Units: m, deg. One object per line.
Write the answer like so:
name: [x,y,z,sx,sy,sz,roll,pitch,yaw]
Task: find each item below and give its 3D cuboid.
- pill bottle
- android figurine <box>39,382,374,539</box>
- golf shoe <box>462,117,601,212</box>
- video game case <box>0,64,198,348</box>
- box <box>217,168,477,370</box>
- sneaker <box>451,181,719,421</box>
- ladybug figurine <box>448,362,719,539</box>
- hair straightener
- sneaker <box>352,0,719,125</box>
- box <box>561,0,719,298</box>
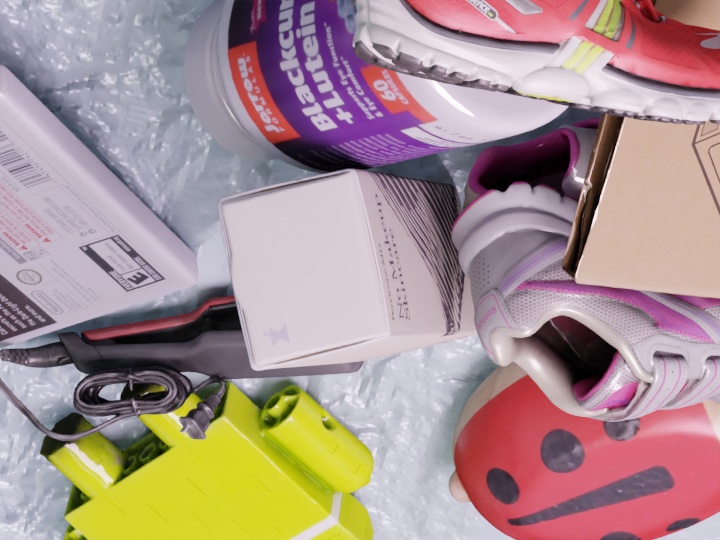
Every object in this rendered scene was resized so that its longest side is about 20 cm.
pill bottle: [0.005,-0.102,1.196,0.111,0.112,0.200,40,154,-23]
android figurine: [-0.075,0.135,1.472,0.182,0.041,0.200,-35,117,27]
golf shoe: [0.144,-0.038,1.287,0.200,0.075,0.092,-14,145,14]
video game case: [-0.205,-0.019,1.333,0.182,0.023,0.200,-18,147,17]
box: [0.000,0.000,1.262,0.068,0.200,0.082,-13,88,14]
sneaker: [0.131,0.037,1.264,0.200,0.088,0.081,19,140,-13]
ladybug figurine: [0.137,0.091,1.400,0.200,0.072,0.136,-23,122,21]
hair straightener: [-0.095,0.049,1.382,0.200,0.077,0.041,-5,136,6]
sneaker: [0.092,-0.107,1.078,0.200,0.077,0.085,8,96,-33]
box: [0.199,-0.062,1.228,0.200,0.021,0.164,7,105,-28]
